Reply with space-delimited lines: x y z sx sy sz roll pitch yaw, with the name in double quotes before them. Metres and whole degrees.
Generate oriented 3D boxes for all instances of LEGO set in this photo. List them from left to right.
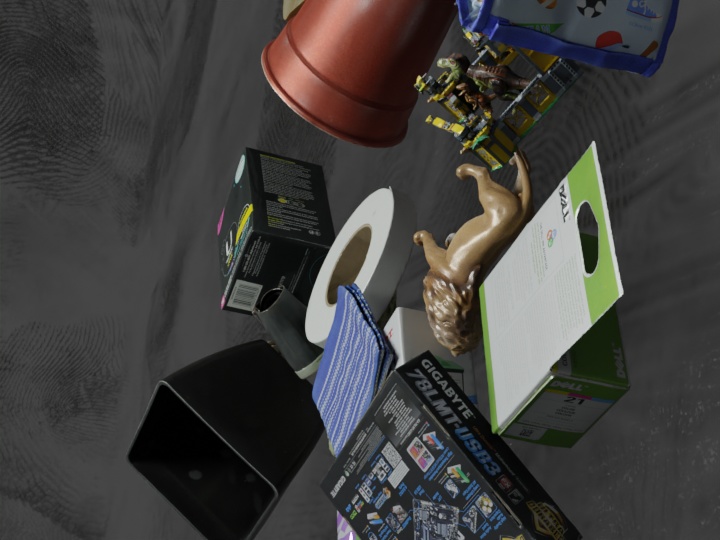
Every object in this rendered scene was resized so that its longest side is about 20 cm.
"LEGO set" 0.108 -0.198 1.242 0.154 0.116 0.201 -43 25 19

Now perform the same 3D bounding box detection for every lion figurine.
"lion figurine" 0.114 -0.027 1.261 0.202 0.072 0.123 -63 31 30

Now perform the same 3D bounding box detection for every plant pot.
"plant pot" -0.153 0.209 1.701 0.177 0.200 0.200 -41 -12 -42
"plant pot" 0.015 -0.282 1.551 0.196 0.198 0.202 -56 28 32

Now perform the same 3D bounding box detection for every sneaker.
"sneaker" -0.085 0.061 1.709 0.074 0.107 0.200 -36 11 -1

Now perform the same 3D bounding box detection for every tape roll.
"tape roll" 0.000 0.000 1.568 0.204 0.037 0.204 -53 19 28

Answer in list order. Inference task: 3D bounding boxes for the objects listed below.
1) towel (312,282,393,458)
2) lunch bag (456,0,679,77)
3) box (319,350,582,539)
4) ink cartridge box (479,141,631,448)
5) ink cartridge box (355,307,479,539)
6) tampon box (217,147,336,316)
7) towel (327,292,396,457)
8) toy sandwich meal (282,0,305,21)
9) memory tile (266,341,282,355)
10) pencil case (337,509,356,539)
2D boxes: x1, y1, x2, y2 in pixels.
"towel" -0.014 0.110 1.381 0.200 0.024 0.147 -119 44 -68
"lunch bag" 0.166 -0.262 1.076 0.124 0.168 0.203 135 142 -64
"box" 0.067 0.202 1.130 0.199 0.049 0.201 49 140 17
"ink cartridge box" 0.171 0.024 1.045 0.201 0.075 0.149 124 152 -47
"ink cartridge box" 0.052 0.160 1.312 0.145 0.083 0.202 120 155 -46
"tampon box" -0.125 -0.050 1.912 0.201 0.125 0.151 -102 29 -51
"towel" 0.000 0.114 1.580 0.148 0.036 0.203 143 135 -66
"toy sandwich meal" -0.057 -0.459 2.039 0.205 0.069 0.208 -169 90 -72
"memory tile" -0.155 0.165 1.875 0.017 0.152 0.201 49 138 22
"pencil case" 0.015 0.270 1.379 0.086 0.083 0.202 86 -176 -57
